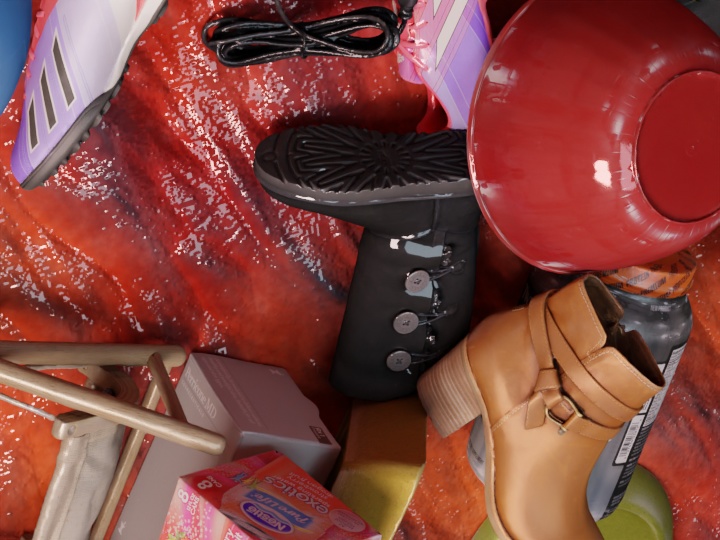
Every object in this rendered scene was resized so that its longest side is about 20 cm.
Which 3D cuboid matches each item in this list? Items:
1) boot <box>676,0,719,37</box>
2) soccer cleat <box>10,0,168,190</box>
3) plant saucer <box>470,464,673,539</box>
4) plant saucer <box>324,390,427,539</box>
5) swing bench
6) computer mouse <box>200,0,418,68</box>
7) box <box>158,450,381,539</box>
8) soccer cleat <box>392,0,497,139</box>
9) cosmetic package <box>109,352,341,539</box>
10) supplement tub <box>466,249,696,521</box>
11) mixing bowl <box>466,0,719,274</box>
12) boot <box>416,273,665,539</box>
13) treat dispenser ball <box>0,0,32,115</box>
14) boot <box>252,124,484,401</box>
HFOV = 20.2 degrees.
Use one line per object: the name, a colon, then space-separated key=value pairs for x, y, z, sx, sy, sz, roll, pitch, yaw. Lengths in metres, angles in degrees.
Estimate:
boot: x=0.271 y=-0.193 z=1.378 sx=0.199 sy=0.069 sz=0.175 roll=-22 pitch=126 yaw=-12
soccer cleat: x=-0.166 y=-0.141 z=1.199 sx=0.073 sy=0.068 sz=0.201 roll=29 pitch=107 yaw=-12
plant saucer: x=0.170 y=0.241 z=1.608 sx=0.199 sy=0.031 sz=0.201 roll=-13 pitch=124 yaw=-20
plant saucer: x=-0.015 y=0.178 z=1.389 sx=0.048 sy=0.200 sz=0.201 roll=24 pitch=104 yaw=-4
swing bench: x=-0.220 y=0.144 z=1.295 sx=0.199 sy=0.130 sz=0.200 roll=13 pitch=112 yaw=-26
computer mouse: x=-0.028 y=-0.207 z=1.206 sx=0.139 sy=0.046 sz=0.201 roll=0 pitch=121 yaw=-2
box: x=-0.079 y=0.228 z=1.277 sx=0.094 sy=0.102 sz=0.201 roll=-9 pitch=127 yaw=-48
soccer cleat: x=0.046 y=-0.165 z=1.286 sx=0.076 sy=0.067 sz=0.201 roll=-28 pitch=130 yaw=-4
cosmetic package: x=-0.101 y=0.169 z=1.381 sx=0.090 sy=0.107 sz=0.201 roll=9 pitch=112 yaw=-32
supplement tub: x=0.160 y=0.068 z=1.442 sx=0.122 sy=0.123 sz=0.201 roll=6 pitch=114 yaw=-29
mixing bowl: x=0.179 y=-0.085 z=1.283 sx=0.199 sy=0.108 sz=0.202 roll=-8 pitch=106 yaw=-30
boot: x=0.145 y=0.111 z=1.343 sx=0.154 sy=0.074 sz=0.200 roll=-34 pitch=96 yaw=31
treat dispenser ball: x=-0.271 y=-0.138 z=1.052 sx=0.200 sy=0.201 sz=0.202 roll=-12 pitch=123 yaw=-20
boot: x=0.001 y=0.000 z=1.358 sx=0.164 sy=0.066 sz=0.201 roll=2 pitch=134 yaw=-9
